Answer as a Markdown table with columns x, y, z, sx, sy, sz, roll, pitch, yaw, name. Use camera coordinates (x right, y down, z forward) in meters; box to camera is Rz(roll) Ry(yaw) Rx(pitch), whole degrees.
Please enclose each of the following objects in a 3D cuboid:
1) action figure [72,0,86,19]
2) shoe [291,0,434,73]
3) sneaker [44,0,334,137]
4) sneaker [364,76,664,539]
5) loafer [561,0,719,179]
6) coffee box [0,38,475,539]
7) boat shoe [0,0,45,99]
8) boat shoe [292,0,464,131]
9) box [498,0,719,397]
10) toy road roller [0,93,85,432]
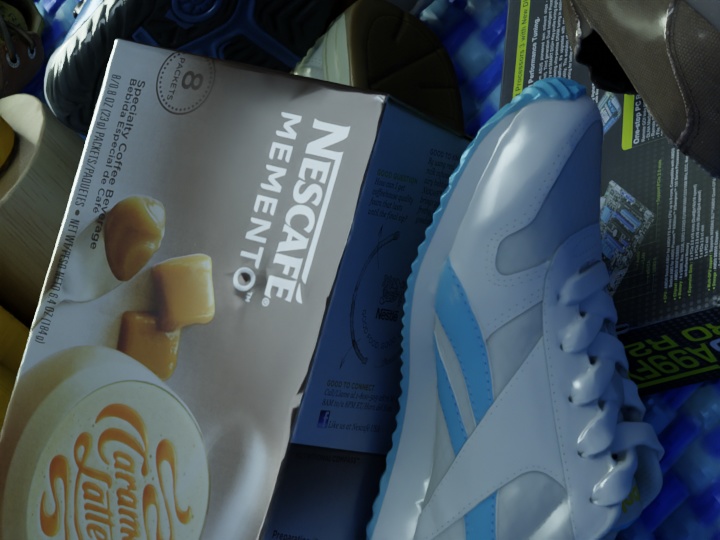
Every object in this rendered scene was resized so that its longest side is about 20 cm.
| x | y | z | sx | sy | sz | roll | pitch | yaw | name |
| --- | --- | --- | --- | --- | --- | --- | --- | --- | --- |
| -0.093 | -0.198 | 1.062 | 0.102 | 0.119 | 0.200 | 15 | 87 | 57 | action figure |
| -0.015 | -0.112 | 1.061 | 0.200 | 0.070 | 0.053 | -34 | 27 | 28 | shoe |
| -0.042 | -0.129 | 1.014 | 0.200 | 0.076 | 0.077 | -47 | 41 | 3 | sneaker |
| 0.056 | 0.039 | 0.866 | 0.081 | 0.076 | 0.200 | 16 | 109 | 23 | sneaker |
| 0.083 | -0.094 | 0.898 | 0.071 | 0.073 | 0.200 | -64 | 30 | 21 | loafer |
| -0.044 | 0.037 | 0.896 | 0.114 | 0.080 | 0.200 | 15 | 87 | 33 | coffee box |
| -0.171 | -0.094 | 1.154 | 0.068 | 0.072 | 0.200 | -31 | 15 | 4 | boat shoe |
| 0.000 | 0.000 | 0.994 | 0.066 | 0.074 | 0.200 | -33 | 43 | 41 | boat shoe |
| 0.121 | -0.062 | 0.932 | 0.160 | 0.044 | 0.200 | -18 | 53 | 36 | box |
| -0.139 | 0.043 | 1.025 | 0.200 | 0.123 | 0.146 | -54 | 34 | -10 | toy road roller |
